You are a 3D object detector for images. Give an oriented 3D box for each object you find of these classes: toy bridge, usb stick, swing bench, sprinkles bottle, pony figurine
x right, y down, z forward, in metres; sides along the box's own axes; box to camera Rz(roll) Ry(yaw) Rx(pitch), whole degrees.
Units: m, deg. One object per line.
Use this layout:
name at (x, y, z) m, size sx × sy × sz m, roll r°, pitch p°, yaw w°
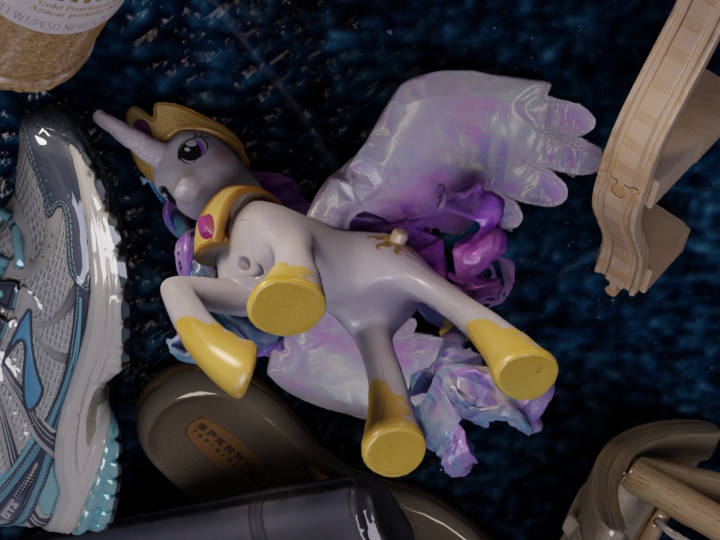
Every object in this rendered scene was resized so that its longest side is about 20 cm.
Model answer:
toy bridge at (0.116, -0.051, 0.944) m, size 0.027 × 0.067 × 0.200 m, roll 34°, pitch 146°, yaw 17°
usb stick at (-0.065, 0.123, 1.056) m, size 0.200 × 0.033 × 0.055 m, roll -13°, pitch 113°, yaw 33°
swing bench at (0.149, 0.186, 1.081) m, size 0.200 × 0.130 × 0.199 m, roll 21°, pitch 116°, yaw -5°
sprinkles bottle at (-0.097, -0.135, 0.884) m, size 0.068 × 0.068 × 0.200 m, roll 25°, pitch 150°, yaw -13°
pony figurine at (0.000, 0.000, 0.963) m, size 0.193 × 0.200 × 0.167 m, roll 16°, pitch 111°, yaw -26°

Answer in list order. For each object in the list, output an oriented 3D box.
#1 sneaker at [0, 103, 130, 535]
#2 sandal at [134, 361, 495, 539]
sneaker at (-0.139, 0.028, 1.006) m, size 0.086 × 0.078 × 0.200 m, roll -4°, pitch 122°, yaw -14°
sandal at (-0.016, 0.115, 1.079) m, size 0.200 × 0.054 × 0.080 m, roll 39°, pitch 111°, yaw -19°
